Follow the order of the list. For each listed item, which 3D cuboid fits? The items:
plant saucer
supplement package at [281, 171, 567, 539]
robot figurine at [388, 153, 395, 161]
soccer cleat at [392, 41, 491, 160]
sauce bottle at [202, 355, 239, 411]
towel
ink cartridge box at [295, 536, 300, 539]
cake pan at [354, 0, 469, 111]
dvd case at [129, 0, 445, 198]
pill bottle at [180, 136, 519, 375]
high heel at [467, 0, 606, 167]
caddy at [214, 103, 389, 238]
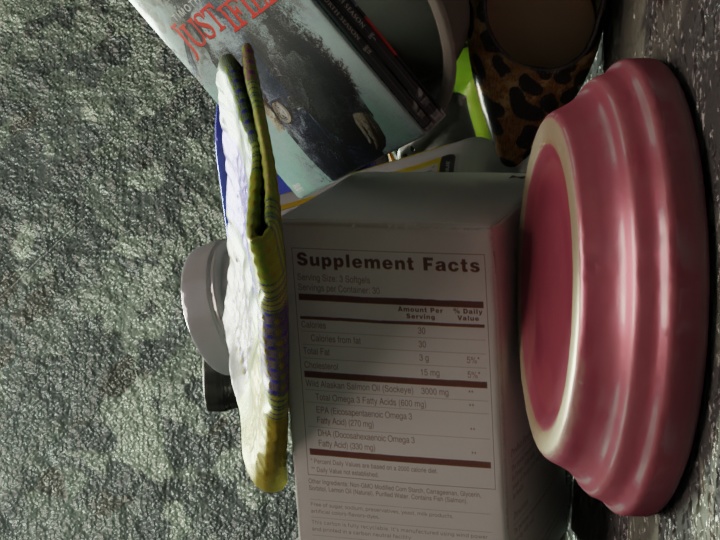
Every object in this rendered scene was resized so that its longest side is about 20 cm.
[{"bbox_3d":[0.105,0.007,0.807,0.201,0.050,0.202,180,90,-85],"label":"plant saucer"},{"bbox_3d":[0.036,0.058,0.942,0.117,0.116,0.202,-34,-56,-64],"label":"supplement package"},{"bbox_3d":[0.046,-0.097,1.248,0.200,0.058,0.146,-69,-44,-77],"label":"robot figurine"},{"bbox_3d":[0.054,-0.054,1.126,0.068,0.081,0.201,-53,-21,-52],"label":"soccer cleat"},{"bbox_3d":[0.001,0.067,1.145,0.065,0.198,0.065,-1,-90,-87],"label":"sauce bottle"},{"bbox_3d":[-0.055,0.005,0.923,0.201,0.023,0.144,93,169,-48],"label":"towel"},{"bbox_3d":[0.025,0.251,0.993,0.145,0.083,0.200,39,-161,-34],"label":"ink cartridge box"},{"bbox_3d":[-0.026,-0.153,0.919,0.037,0.200,0.201,-49,-16,-27],"label":"cake pan"},{"bbox_3d":[-0.059,-0.131,0.924,0.200,0.022,0.146,51,152,-11],"label":"dvd case"},{"bbox_3d":[0.000,0.000,1.065,0.112,0.199,0.113,45,-143,-49],"label":"pill bottle"},{"bbox_3d":[0.089,-0.135,0.855,0.143,0.071,0.201,-85,5,-75],"label":"high heel"},{"bbox_3d":[-0.028,-0.071,1.307,0.141,0.104,0.201,-48,-44,-60],"label":"caddy"}]
